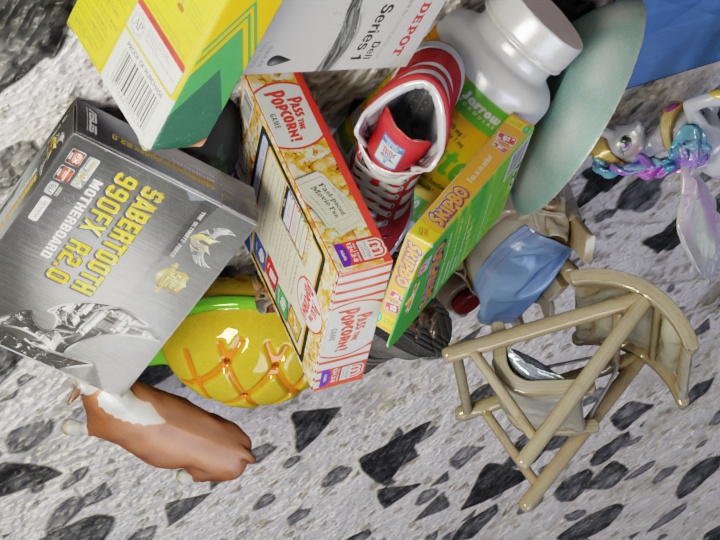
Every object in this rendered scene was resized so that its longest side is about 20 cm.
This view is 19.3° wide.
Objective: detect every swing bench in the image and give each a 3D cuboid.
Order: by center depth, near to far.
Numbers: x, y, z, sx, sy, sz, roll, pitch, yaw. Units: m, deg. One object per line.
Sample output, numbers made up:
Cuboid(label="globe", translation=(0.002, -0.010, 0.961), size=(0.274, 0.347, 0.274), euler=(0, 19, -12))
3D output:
Cuboid(label="swing bench", translation=(0.193, 0.097, 1.915), size=(0.199, 0.130, 0.199), euler=(-33, 161, -6))

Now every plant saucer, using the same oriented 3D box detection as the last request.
Cuboid(label="plant saucer", translation=(0.163, -0.143, 1.730), size=(0.038, 0.202, 0.201), euler=(28, 125, -11))

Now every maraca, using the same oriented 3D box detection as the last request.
Cuboid(label="maraca", translation=(-0.117, 0.058, 1.778), size=(0.198, 0.108, 0.138), euler=(6, 145, -9))

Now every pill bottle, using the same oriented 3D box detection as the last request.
Cuboid(label="pill bottle", translation=(0.079, -0.134, 1.675), size=(0.200, 0.111, 0.111), euler=(-45, 150, 21))

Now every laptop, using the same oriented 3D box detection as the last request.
Cuboid(label="laptop", translation=(0.313, -0.210, 1.798), size=(0.186, 0.200, 0.117), euler=(-19, 109, -26))

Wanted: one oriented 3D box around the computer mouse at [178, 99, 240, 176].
Cuboid(label="computer mouse", translation=(-0.158, -0.051, 1.623), size=(0.200, 0.053, 0.138), euler=(-46, 149, 22))

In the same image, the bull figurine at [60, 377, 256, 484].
Cuboid(label="bull figurine", translation=(-0.186, 0.128, 1.802), size=(0.199, 0.066, 0.121), euler=(31, 161, -19))

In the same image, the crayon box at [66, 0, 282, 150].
Cuboid(label="crayon box", translation=(-0.110, -0.192, 1.372), size=(0.051, 0.127, 0.200), euler=(-7, 143, -40))

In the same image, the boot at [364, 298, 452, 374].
Cuboid(label="boot", translation=(-0.028, 0.034, 1.863), size=(0.200, 0.070, 0.131), euler=(38, 145, -29))

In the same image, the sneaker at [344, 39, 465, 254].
Cuboid(label="sneaker", translation=(0.017, -0.071, 1.588), size=(0.113, 0.071, 0.201), euler=(-66, 179, -70))

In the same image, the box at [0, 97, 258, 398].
Cuboid(label="box", translation=(-0.195, -0.012, 1.575), size=(0.158, 0.049, 0.200), euler=(27, 121, -24))

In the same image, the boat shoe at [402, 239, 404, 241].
Cuboid(label="boat shoe", translation=(0.057, -0.035, 1.858), size=(0.072, 0.068, 0.200), euler=(-57, 174, -31))

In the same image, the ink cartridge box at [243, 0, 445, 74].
Cuboid(label="ink cartridge box", translation=(-0.027, -0.215, 1.467), size=(0.199, 0.085, 0.146), euler=(-7, 143, -39))

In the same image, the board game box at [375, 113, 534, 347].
Cuboid(label="board game box", translation=(0.068, -0.030, 1.579), size=(0.200, 0.030, 0.096), euler=(-52, 166, -47))

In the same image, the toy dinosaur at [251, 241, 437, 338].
Cuboid(label="toy dinosaur", translation=(0.000, 0.000, 1.753), size=(0.200, 0.134, 0.087), euler=(-4, 106, -71))

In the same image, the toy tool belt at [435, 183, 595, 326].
Cuboid(label="toy tool belt", translation=(0.140, -0.002, 1.935), size=(0.124, 0.123, 0.201), euler=(-9, 144, -37))

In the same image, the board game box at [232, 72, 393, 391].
Cuboid(label="board game box", translation=(-0.044, -0.034, 1.608), size=(0.046, 0.201, 0.152), euler=(-13, 148, -20))

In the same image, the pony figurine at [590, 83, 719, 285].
Cuboid(label="pony figurine", translation=(0.319, -0.110, 1.932), size=(0.199, 0.168, 0.193), euler=(-25, 132, 29))
